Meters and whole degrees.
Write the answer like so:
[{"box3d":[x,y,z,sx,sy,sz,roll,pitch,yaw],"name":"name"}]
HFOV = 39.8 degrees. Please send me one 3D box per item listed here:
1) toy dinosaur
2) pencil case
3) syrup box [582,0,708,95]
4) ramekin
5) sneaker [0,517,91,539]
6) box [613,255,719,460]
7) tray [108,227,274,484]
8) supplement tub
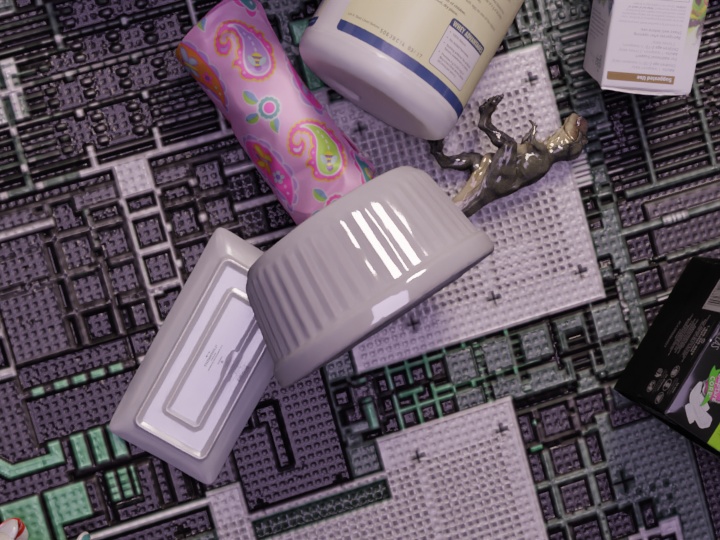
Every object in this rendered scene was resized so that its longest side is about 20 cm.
[{"box3d":[0.110,-0.095,0.867,0.199,0.047,0.089,-34,102,0],"name":"toy dinosaur"},{"box3d":[-0.067,-0.127,0.825,0.087,0.087,0.201,-37,96,-3],"name":"pencil case"},{"box3d":[0.243,-0.254,0.822,0.080,0.079,0.203,3,112,0],"name":"syrup box"},{"box3d":[0.000,0.000,0.787,0.201,0.202,0.095,-32,86,-4],"name":"ramekin"},{"box3d":[-0.316,0.256,0.832,0.196,0.070,0.095,2,74,-4],"name":"sneaker"},{"box3d":[0.354,0.103,0.859,0.199,0.124,0.150,33,90,-7],"name":"box"},{"box3d":[-0.126,0.076,0.859,0.106,0.022,0.202,29,89,-7],"name":"tray"},{"box3d":[0.056,-0.226,0.805,0.144,0.145,0.202,30,89,-6],"name":"supplement tub"}]
